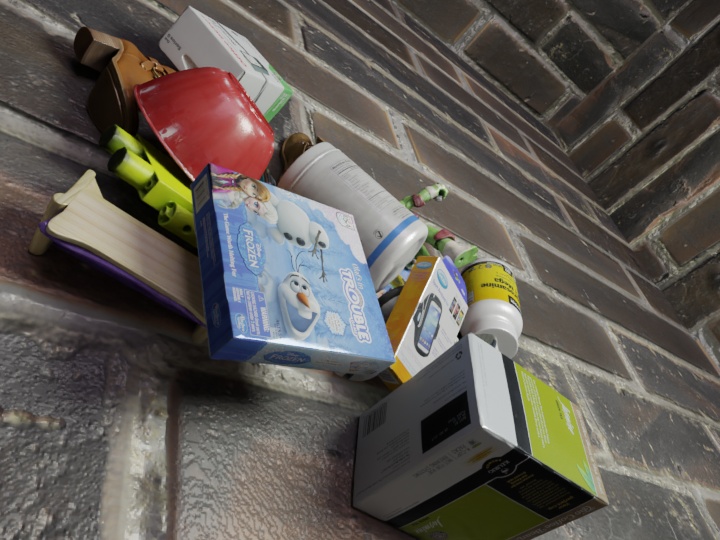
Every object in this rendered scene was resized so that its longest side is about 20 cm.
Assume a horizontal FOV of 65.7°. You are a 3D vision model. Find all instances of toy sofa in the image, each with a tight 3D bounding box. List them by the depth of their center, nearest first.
[{"bbox_3d":[-0.229,-0.001,0.577,0.200,0.083,0.098,34,37,-20],"label":"toy sofa"}]

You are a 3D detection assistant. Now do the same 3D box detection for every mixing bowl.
[{"bbox_3d":[-0.184,-0.187,0.729,0.200,0.108,0.200,54,5,-7],"label":"mixing bowl"}]

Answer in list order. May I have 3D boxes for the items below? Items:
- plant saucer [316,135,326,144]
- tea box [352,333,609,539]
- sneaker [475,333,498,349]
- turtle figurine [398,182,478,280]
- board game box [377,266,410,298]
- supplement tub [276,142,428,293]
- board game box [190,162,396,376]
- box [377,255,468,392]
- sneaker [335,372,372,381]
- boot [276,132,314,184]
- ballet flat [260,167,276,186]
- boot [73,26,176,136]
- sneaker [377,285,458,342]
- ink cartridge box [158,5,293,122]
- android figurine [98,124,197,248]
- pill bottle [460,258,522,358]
[{"bbox_3d":[-0.013,-0.167,1.025,0.200,0.035,0.200,41,8,-7],"label":"plant saucer"},{"bbox_3d":[0.130,0.214,0.647,0.197,0.200,0.134,35,32,-20],"label":"tea box"},{"bbox_3d":[0.168,0.185,0.784,0.202,0.077,0.147,-22,105,-66],"label":"sneaker"},{"bbox_3d":[0.117,-0.060,0.922,0.194,0.144,0.200,51,11,32],"label":"turtle figurine"},{"bbox_3d":[0.000,0.000,0.902,0.135,0.034,0.200,48,30,5],"label":"board game box"},{"bbox_3d":[-0.014,-0.074,0.810,0.200,0.132,0.132,41,30,10],"label":"supplement tub"},{"bbox_3d":[-0.068,0.003,0.577,0.199,0.043,0.201,16,46,-42],"label":"board game box"},{"bbox_3d":[0.088,0.076,0.765,0.119,0.041,0.200,55,50,-39],"label":"box"},{"bbox_3d":[-0.053,0.055,0.744,0.199,0.081,0.115,39,27,-25],"label":"sneaker"},{"bbox_3d":[-0.098,-0.199,0.982,0.073,0.075,0.200,28,33,-23],"label":"boot"},{"bbox_3d":[-0.170,-0.152,0.856,0.200,0.069,0.071,61,14,25],"label":"ballet flat"},{"bbox_3d":[-0.305,-0.252,0.797,0.155,0.074,0.200,8,52,-55],"label":"boot"},{"bbox_3d":[0.100,0.095,0.850,0.201,0.067,0.108,31,31,-57],"label":"sneaker"},{"bbox_3d":[-0.220,-0.340,0.947,0.146,0.084,0.200,49,16,3],"label":"ink cartridge box"},{"bbox_3d":[-0.222,-0.092,0.683,0.200,0.041,0.182,41,7,-49],"label":"android figurine"},{"bbox_3d":[0.238,0.074,1.029,0.112,0.112,0.200,36,32,-16],"label":"pill bottle"}]
